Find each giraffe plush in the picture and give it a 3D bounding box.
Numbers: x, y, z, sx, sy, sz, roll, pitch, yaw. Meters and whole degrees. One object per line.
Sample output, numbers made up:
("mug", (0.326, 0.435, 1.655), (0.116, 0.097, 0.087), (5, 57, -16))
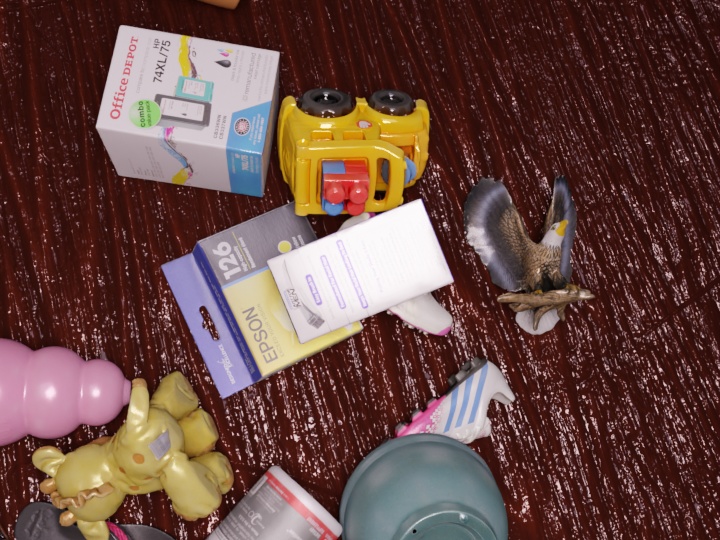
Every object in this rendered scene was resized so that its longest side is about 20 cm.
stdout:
("giraffe plush", (-0.261, 0.222, 0.833), (0.162, 0.200, 0.173), (-28, 75, 5))

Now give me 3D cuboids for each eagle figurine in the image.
("eagle figurine", (0.239, -0.029, 1.002), (0.152, 0.151, 0.200), (34, 31, -38))

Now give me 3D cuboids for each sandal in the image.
("sandal", (-0.306, 0.322, 0.860), (0.200, 0.045, 0.075), (17, 73, -3))

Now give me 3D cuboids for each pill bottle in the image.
("pill bottle", (-0.125, 0.335, 0.845), (0.114, 0.114, 0.200), (42, 74, 5))

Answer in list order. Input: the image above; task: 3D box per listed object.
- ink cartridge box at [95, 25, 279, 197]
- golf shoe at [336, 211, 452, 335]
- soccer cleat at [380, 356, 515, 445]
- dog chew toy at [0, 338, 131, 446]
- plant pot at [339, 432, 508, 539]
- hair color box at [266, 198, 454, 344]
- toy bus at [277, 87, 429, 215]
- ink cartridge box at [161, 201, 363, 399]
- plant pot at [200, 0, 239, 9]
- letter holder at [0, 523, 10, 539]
("ink cartridge box", (-0.214, -0.200, 0.960), (0.200, 0.146, 0.147), (8, 74, -5))
("golf shoe", (0.049, 0.003, 0.961), (0.200, 0.075, 0.092), (38, 107, -3))
("soccer cleat", (0.112, 0.196, 0.936), (0.200, 0.070, 0.086), (-39, 83, -16))
("dog chew toy", (-0.372, 0.143, 0.866), (0.200, 0.125, 0.125), (3, 74, -15))
("plant pot", (0.081, 0.302, 0.839), (0.200, 0.134, 0.201), (-1, 96, -7))
("hair color box", (0.000, 0.000, 0.903), (0.200, 0.065, 0.109), (-22, 92, 0))
("toy bus", (0.002, -0.133, 0.935), (0.200, 0.136, 0.192), (-3, 36, -10))
("ink cartridge box", (-0.129, 0.033, 0.963), (0.200, 0.047, 0.198), (-25, 80, -16))
("plant pot", (-0.207, -0.454, 1.018), (0.140, 0.200, 0.200), (25, 73, -17))
("letter holder", (-0.483, 0.349, 0.779), (0.200, 0.142, 0.101), (-33, 81, -15))
